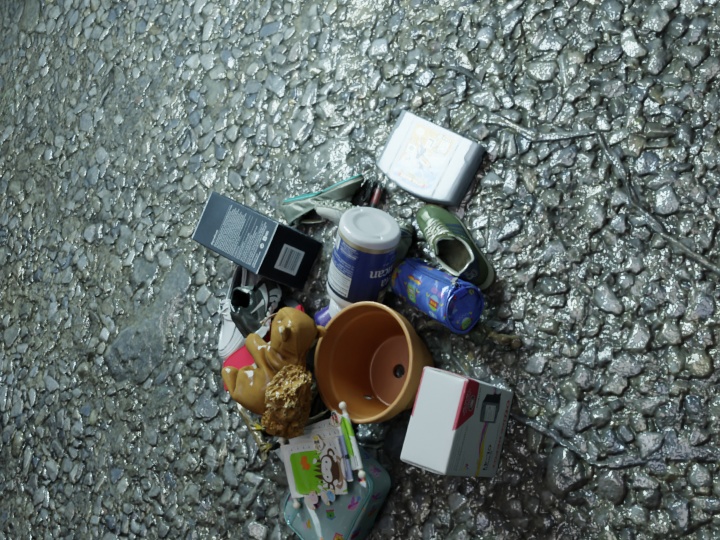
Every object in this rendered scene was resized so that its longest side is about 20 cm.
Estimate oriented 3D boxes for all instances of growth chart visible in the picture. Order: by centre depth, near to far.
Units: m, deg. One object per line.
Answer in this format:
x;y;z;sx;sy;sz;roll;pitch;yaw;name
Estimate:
-0.066;0.321;1.489;0.199;0.018;0.147;-31;74;39;growth chart

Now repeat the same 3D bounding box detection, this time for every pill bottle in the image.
0.000;0.000;1.562;0.111;0.110;0.203;42;135;34;pill bottle

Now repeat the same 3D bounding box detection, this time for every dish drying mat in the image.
-0.181;0.143;1.636;0.199;0.018;0.077;-36;39;16;dish drying mat

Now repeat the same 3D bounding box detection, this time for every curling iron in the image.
0.006;-0.078;1.676;0.049;0.025;0.204;11;89;56;curling iron

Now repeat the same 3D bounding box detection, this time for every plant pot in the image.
0.036;0.165;1.520;0.197;0.139;0.204;-9;74;31;plant pot

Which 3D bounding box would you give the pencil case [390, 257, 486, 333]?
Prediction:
0.127;0.036;1.488;0.199;0.077;0.088;31;138;57;pencil case

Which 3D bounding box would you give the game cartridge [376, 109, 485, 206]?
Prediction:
0.122;-0.202;1.621;0.199;0.041;0.135;31;92;35;game cartridge

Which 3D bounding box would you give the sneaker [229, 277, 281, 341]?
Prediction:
-0.202;0.054;1.671;0.066;0.091;0.201;-29;24;21;sneaker

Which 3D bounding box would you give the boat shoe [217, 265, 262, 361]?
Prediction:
-0.247;0.078;1.739;0.071;0.068;0.203;-10;52;45;boat shoe

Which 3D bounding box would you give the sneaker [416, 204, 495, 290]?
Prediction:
0.151;-0.052;1.528;0.067;0.089;0.201;-47;57;15;sneaker

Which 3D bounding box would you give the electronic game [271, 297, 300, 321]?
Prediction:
-0.181;0.141;1.699;0.198;0.041;0.202;-32;38;28;electronic game

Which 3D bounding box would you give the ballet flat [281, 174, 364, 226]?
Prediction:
-0.067;-0.132;1.723;0.197;0.067;0.065;-16;97;31;ballet flat

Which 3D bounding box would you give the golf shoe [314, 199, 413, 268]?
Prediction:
-0.003;-0.068;1.622;0.197;0.078;0.099;21;102;15;golf shoe

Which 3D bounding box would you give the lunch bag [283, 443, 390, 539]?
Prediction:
-0.049;0.398;1.542;0.160;0.077;0.203;37;109;30;lunch bag

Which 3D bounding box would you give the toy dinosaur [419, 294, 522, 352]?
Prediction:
0.183;0.081;1.503;0.197;0.047;0.090;10;90;39;toy dinosaur

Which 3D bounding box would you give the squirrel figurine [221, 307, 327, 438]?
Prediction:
-0.121;0.169;1.478;0.188;0.140;0.202;-56;41;29;squirrel figurine

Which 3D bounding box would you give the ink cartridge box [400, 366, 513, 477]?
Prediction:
0.156;0.242;1.383;0.084;0.199;0.151;11;84;34;ink cartridge box

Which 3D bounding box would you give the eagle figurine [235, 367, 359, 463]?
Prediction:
-0.107;0.272;1.619;0.198;0.151;0.154;-28;105;-8;eagle figurine

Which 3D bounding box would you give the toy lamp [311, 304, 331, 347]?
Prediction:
-0.101;0.140;1.672;0.200;0.058;0.059;-45;58;17;toy lamp

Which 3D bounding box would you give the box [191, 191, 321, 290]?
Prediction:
-0.204;-0.058;1.734;0.198;0.148;0.109;25;91;35;box
